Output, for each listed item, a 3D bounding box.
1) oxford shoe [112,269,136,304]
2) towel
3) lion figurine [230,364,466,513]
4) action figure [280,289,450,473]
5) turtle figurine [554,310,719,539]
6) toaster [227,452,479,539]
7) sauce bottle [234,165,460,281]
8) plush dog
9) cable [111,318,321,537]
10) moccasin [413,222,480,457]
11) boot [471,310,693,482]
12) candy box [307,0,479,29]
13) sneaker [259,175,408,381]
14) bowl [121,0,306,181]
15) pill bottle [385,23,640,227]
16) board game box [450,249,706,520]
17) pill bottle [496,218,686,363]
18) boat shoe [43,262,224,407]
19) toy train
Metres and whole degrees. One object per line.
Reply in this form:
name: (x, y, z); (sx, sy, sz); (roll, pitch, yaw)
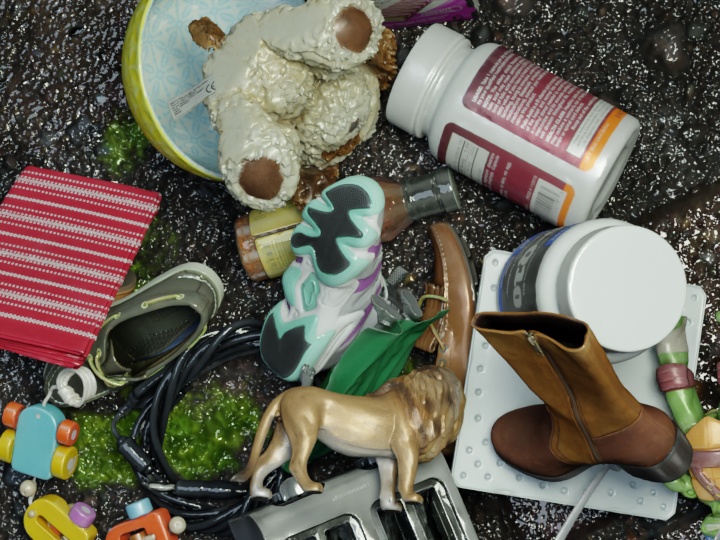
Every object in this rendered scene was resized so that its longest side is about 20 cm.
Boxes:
oxford shoe: (-0.297, 0.034, 1.800); (0.198, 0.071, 0.072); (-8, 113, 7)
towel: (-0.274, -0.006, 1.759); (0.143, 0.023, 0.201); (12, 51, 12)
lion figurine: (-0.007, 0.127, 1.594); (0.198, 0.072, 0.124); (9, 70, -20)
action figure: (-0.016, 0.102, 1.678); (0.055, 0.118, 0.201); (50, 121, 25)
turtle figurine: (0.271, 0.132, 1.606); (0.198, 0.144, 0.196); (0, 84, -28)
toaster: (0.005, 0.258, 1.660); (0.179, 0.119, 0.202); (-20, 80, -17)
sauce bottle: (-0.011, -0.044, 1.745); (0.198, 0.066, 0.067); (-14, 82, 9)
plush dog: (-0.051, -0.148, 1.682); (0.160, 0.171, 0.201); (33, 94, 40)
cable: (-0.114, 0.138, 1.753); (0.199, 0.051, 0.164); (-35, 80, 5)
moccasin: (0.071, 0.060, 1.721); (0.077, 0.074, 0.204); (-3, 93, 2)
boot: (0.140, 0.099, 1.540); (0.187, 0.200, 0.069); (11, 66, 44)
candy box: (0.024, -0.256, 1.690); (0.135, 0.200, 0.062); (-6, 83, 10)
sneaker: (0.000, 0.000, 1.704); (0.078, 0.139, 0.201); (45, 123, 28)
bowl: (-0.138, -0.175, 1.748); (0.107, 0.199, 0.202); (-3, 82, 53)
pill bottle: (0.129, -0.125, 1.702); (0.199, 0.114, 0.115); (30, 90, 11)
board game box: (0.184, 0.098, 1.684); (0.198, 0.026, 0.202); (10, 86, -10)
pill bottle: (0.183, 0.018, 1.572); (0.113, 0.200, 0.115); (1, 87, -10)
boat shoe: (-0.209, 0.066, 1.749); (0.201, 0.060, 0.072); (-33, 109, 21)
toy train: (-0.236, 0.189, 1.759); (0.149, 0.056, 0.201); (-27, 87, 20)
